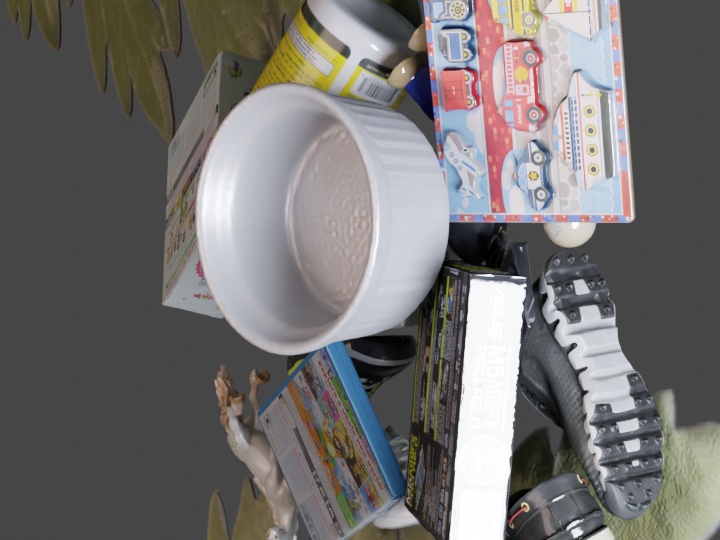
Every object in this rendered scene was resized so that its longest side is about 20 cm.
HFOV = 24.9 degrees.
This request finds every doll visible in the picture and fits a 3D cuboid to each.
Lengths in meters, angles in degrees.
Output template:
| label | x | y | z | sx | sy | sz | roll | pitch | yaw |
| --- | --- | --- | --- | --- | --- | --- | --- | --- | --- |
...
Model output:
| label | x | y | z | sx | sy | sz | roll | pitch | yaw |
| --- | --- | --- | --- | --- | --- | --- | --- | --- | --- |
| doll | 0.106 | -0.095 | 1.234 | 0.200 | 0.048 | 0.137 | 48 | 134 | 16 |

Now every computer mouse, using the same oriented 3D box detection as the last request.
| label | x | y | z | sx | sy | sz | roll | pitch | yaw |
| --- | --- | --- | --- | --- | --- | --- | --- | --- | --- |
| computer mouse | 0.089 | -0.102 | 1.295 | 0.059 | 0.034 | 0.201 | 15 | 109 | 54 |

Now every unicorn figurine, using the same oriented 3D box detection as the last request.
| label | x | y | z | sx | sy | sz | roll | pitch | yaw |
| --- | --- | --- | --- | --- | --- | --- | --- | --- | --- |
| unicorn figurine | -0.088 | 0.191 | 1.588 | 0.200 | 0.074 | 0.138 | -115 | 26 | -45 |

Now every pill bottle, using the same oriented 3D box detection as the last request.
| label | x | y | z | sx | sy | sz | roll | pitch | yaw |
| --- | --- | --- | --- | --- | --- | --- | --- | --- | --- |
| pill bottle | -0.038 | -0.130 | 1.360 | 0.200 | 0.112 | 0.113 | -55 | 51 | 23 |

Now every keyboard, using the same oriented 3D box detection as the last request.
| label | x | y | z | sx | sy | sz | roll | pitch | yaw |
| --- | --- | --- | --- | --- | --- | --- | --- | --- | --- |
| keyboard | 0.099 | 0.049 | 1.277 | 0.200 | 0.020 | 0.127 | 106 | 165 | -48 |

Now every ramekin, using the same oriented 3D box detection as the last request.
| label | x | y | z | sx | sy | sz | roll | pitch | yaw |
| --- | --- | --- | --- | --- | --- | --- | --- | --- | --- |
| ramekin | -0.026 | -0.040 | 1.236 | 0.200 | 0.097 | 0.202 | 3 | 94 | 44 |

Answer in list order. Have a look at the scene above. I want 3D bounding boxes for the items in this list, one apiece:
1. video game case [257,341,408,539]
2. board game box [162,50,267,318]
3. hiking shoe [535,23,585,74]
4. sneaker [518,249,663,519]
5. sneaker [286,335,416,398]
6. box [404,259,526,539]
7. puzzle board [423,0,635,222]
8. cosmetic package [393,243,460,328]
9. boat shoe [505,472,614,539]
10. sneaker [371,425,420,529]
| label | x | y | z | sx | sy | sz | roll | pitch | yaw |
| --- | --- | --- | --- | --- | --- | --- | --- | --- | --- |
| video game case | -0.028 | 0.153 | 1.397 | 0.144 | 0.018 | 0.200 | 66 | 153 | 14 |
| board game box | -0.131 | -0.080 | 1.522 | 0.148 | 0.064 | 0.201 | 125 | 152 | -46 |
| hiking shoe | 0.096 | -0.200 | 1.216 | 0.200 | 0.086 | 0.075 | 48 | 133 | 39 |
| sneaker | 0.163 | 0.091 | 1.206 | 0.090 | 0.066 | 0.201 | -41 | 60 | 54 |
| sneaker | -0.005 | 0.103 | 1.440 | 0.200 | 0.071 | 0.083 | 160 | 109 | -65 |
| box | 0.075 | 0.096 | 1.216 | 0.160 | 0.044 | 0.201 | -160 | 74 | -80 |
| puzzle board | 0.117 | -0.132 | 1.170 | 0.150 | 0.017 | 0.201 | 1 | 105 | 31 |
| cosmetic package | 0.000 | 0.000 | 1.410 | 0.200 | 0.071 | 0.102 | -8 | 91 | 56 |
| boat shoe | 0.137 | 0.189 | 1.211 | 0.063 | 0.073 | 0.201 | 62 | 170 | 11 |
| sneaker | 0.024 | 0.178 | 1.415 | 0.200 | 0.070 | 0.081 | -1 | 93 | 56 |
